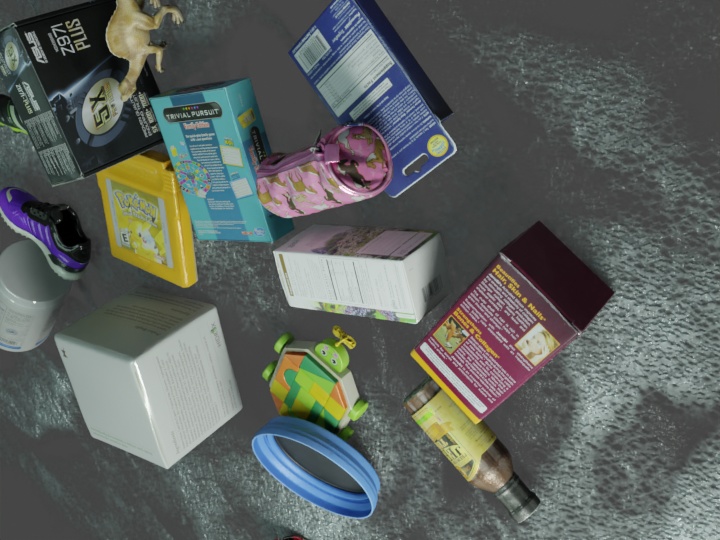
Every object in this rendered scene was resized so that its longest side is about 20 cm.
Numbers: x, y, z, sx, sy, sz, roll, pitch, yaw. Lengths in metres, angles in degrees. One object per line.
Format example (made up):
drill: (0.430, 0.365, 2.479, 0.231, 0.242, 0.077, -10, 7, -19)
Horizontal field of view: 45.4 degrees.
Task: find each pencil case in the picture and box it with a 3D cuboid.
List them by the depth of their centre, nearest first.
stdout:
pencil case: (-0.046, -0.107, 0.954, 0.087, 0.083, 0.200, 59, 153, -12)

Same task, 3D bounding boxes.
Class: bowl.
bowl: (-0.061, 0.281, 1.235, 0.200, 0.039, 0.201, 23, 146, 17)

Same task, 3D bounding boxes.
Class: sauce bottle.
sauce bottle: (0.137, 0.215, 1.040, 0.200, 0.065, 0.065, 48, 137, 8)

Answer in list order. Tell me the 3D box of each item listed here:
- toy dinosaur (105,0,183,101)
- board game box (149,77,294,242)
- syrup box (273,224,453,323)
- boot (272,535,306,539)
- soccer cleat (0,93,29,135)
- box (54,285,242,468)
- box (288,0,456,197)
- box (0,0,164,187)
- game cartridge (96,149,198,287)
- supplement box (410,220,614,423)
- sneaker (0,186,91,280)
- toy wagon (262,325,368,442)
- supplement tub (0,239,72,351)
toy dinosaur: (-0.272, -0.305, 1.045, 0.058, 0.101, 0.201, 18, 127, 33)
board game box: (-0.177, -0.138, 1.107, 0.150, 0.047, 0.201, 4, 117, 40)
syrup box: (0.000, 0.000, 1.014, 0.199, 0.079, 0.082, 4, 119, 40)
boot: (-0.132, 0.519, 1.463, 0.199, 0.073, 0.151, 10, 123, 33)
soccer cleat: (-0.501, -0.241, 1.325, 0.199, 0.067, 0.081, 30, 115, 23)
box: (-0.324, 0.158, 1.332, 0.198, 0.171, 0.201, 10, 122, 37)
box: (0.017, -0.187, 0.915, 0.200, 0.032, 0.121, 56, 138, -1)
box: (-0.358, -0.235, 1.121, 0.086, 0.164, 0.201, -5, 112, 43)
game cartridge: (-0.322, -0.089, 1.278, 0.176, 0.032, 0.201, 20, 128, 31)
supplement box: (0.154, 0.058, 0.909, 0.110, 0.086, 0.200, 46, 137, 9)
sneaker: (-0.517, -0.086, 1.433, 0.200, 0.070, 0.100, 43, 130, 6)
toy wagon: (-0.060, 0.154, 1.194, 0.155, 0.040, 0.200, 40, 136, 15)
supplement tub: (-0.598, 0.048, 1.535, 0.132, 0.132, 0.200, 49, 136, 5)
